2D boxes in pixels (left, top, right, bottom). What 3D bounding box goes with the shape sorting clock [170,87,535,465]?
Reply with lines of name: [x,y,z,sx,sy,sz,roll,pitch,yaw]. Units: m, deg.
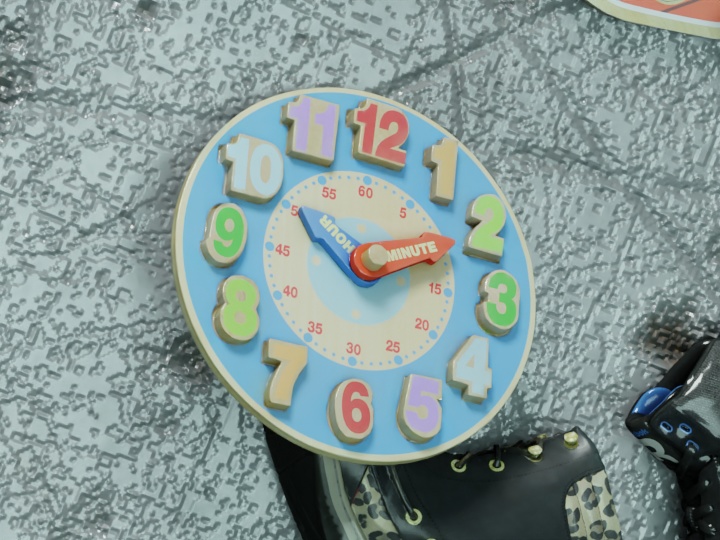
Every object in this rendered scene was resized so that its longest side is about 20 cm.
shape sorting clock: [0.000,0.000,1.454,0.200,0.039,0.200,12,61,-22]

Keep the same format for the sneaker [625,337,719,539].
sneaker: [0.181,0.125,1.541,0.112,0.073,0.200,23,82,-13]

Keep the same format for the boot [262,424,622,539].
boot: [0.041,0.099,1.501,0.154,0.073,0.204,-20,94,-20]

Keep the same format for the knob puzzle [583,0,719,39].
knob puzzle: [0.165,-0.214,1.511,0.219,0.030,0.220,-2,98,-14]
